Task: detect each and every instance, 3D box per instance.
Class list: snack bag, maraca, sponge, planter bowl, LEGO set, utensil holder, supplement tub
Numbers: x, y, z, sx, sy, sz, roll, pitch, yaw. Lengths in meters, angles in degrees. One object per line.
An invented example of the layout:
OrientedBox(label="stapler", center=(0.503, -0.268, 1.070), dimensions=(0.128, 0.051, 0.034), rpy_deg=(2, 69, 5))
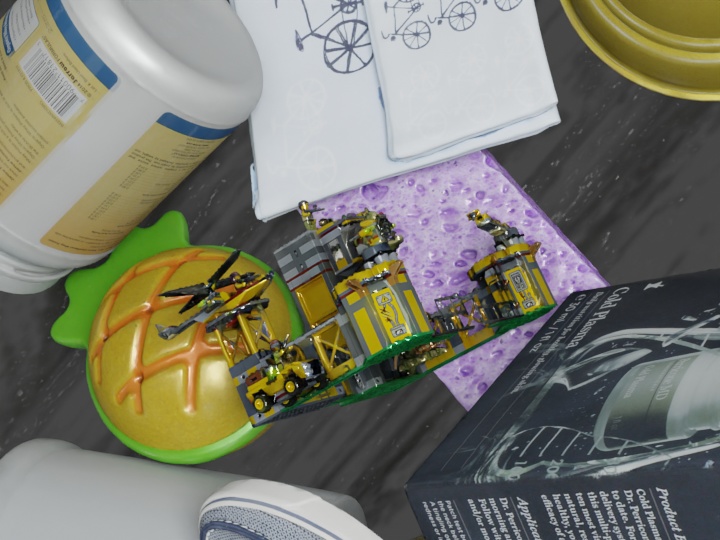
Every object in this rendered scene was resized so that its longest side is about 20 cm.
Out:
OrientedBox(label="snack bag", center=(0.008, -0.143, 0.823), dimensions=(0.200, 0.021, 0.189), rpy_deg=(-17, 68, 20))
OrientedBox(label="maraca", center=(-0.114, 0.037, 0.839), dimensions=(0.137, 0.107, 0.200), rpy_deg=(-43, 50, -9))
OrientedBox(label="sponge", center=(0.055, -0.012, 0.821), dimensions=(0.112, 0.030, 0.200), rpy_deg=(-44, 75, 12))
OrientedBox(label="planter bowl", center=(0.196, -0.199, 0.754), dimensions=(0.200, 0.083, 0.201), rpy_deg=(-1, 87, 18))
OrientedBox(label="LEGO set", center=(0.000, 0.000, 0.734), dimensions=(0.154, 0.200, 0.116), rpy_deg=(-34, 76, 40))
OrientedBox(label="utensil holder", center=(-0.111, 0.195, 0.796), dimensions=(0.200, 0.170, 0.170), rpy_deg=(6, 90, 17))
OrientedBox(label="supplement tub", center=(-0.172, -0.092, 0.830), dimensions=(0.200, 0.145, 0.145), rpy_deg=(-40, 76, 25))

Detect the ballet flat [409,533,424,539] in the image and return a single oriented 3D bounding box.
OrientedBox(label="ballet flat", center=(0.096, 0.224, 0.784), dimensions=(0.200, 0.071, 0.071), rpy_deg=(39, 99, 14))

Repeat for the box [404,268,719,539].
OrientedBox(label="box", center=(0.164, 0.091, 0.650), dimensions=(0.197, 0.200, 0.124), rpy_deg=(-10, 111, 38))

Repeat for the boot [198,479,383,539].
OrientedBox(label="boot", center=(-0.017, 0.170, 0.632), dimensions=(0.200, 0.090, 0.073), rpy_deg=(22, 128, 29))
